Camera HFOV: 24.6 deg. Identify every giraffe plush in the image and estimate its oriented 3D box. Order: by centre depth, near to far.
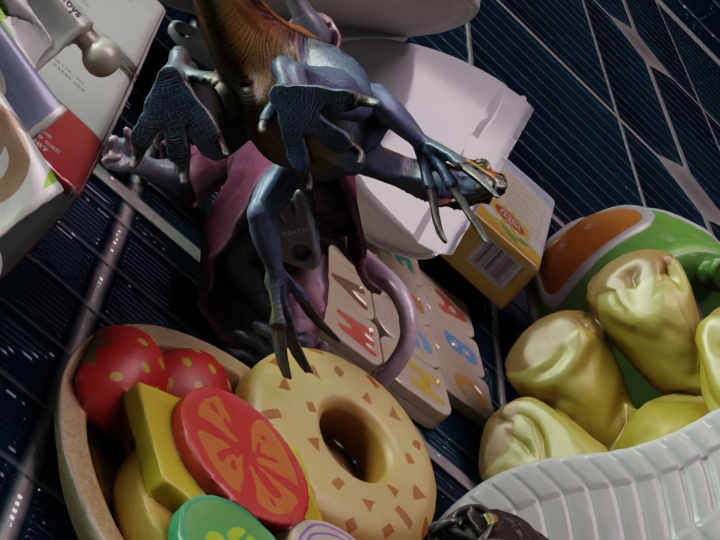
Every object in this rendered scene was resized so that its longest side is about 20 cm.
[{"bbox_3d":[0.175,0.112,0.876,0.200,0.172,0.162,47,-4,31],"label":"giraffe plush"}]

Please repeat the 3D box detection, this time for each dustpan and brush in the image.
[{"bbox_3d":[-0.018,-0.094,0.923,0.200,0.057,0.140,35,53,-4],"label":"dustpan and brush"}]

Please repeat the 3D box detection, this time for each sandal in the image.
[{"bbox_3d":[0.126,0.120,0.751,0.050,0.202,0.083,98,-28,-58],"label":"sandal"}]

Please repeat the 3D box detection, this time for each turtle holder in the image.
[{"bbox_3d":[0.182,0.036,1.022,0.185,0.141,0.132,21,15,-37],"label":"turtle holder"}]

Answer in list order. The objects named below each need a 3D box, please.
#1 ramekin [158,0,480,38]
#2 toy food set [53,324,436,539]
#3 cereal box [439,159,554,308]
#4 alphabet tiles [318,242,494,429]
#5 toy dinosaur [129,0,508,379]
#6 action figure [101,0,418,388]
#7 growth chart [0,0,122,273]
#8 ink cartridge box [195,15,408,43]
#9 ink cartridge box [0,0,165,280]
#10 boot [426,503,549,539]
[{"bbox_3d":[-0.033,-0.191,0.864,0.202,0.201,0.095,13,82,-57],"label":"ramekin"},{"bbox_3d":[-0.028,0.095,0.612,0.200,0.049,0.198,29,27,-42],"label":"toy food set"},{"bbox_3d":[0.056,-0.058,1.051,0.144,0.040,0.200,41,16,-1],"label":"cereal box"},{"bbox_3d":[0.000,0.000,0.896,0.195,0.015,0.200,38,22,-25],"label":"alphabet tiles"},{"bbox_3d":[-0.004,-0.062,0.608,0.181,0.104,0.201,-32,111,-71],"label":"toy dinosaur"},{"bbox_3d":[-0.029,-0.056,0.768,0.149,0.134,0.200,37,25,-28],"label":"action figure"},{"bbox_3d":[-0.158,-0.045,0.495,0.145,0.018,0.200,45,55,-16],"label":"growth chart"},{"bbox_3d":[-0.021,-0.214,1.062,0.145,0.145,0.200,43,20,-11],"label":"ink cartridge box"},{"bbox_3d":[-0.166,-0.091,0.627,0.147,0.083,0.200,42,22,-17],"label":"ink cartridge box"},{"bbox_3d":[0.070,0.150,0.574,0.200,0.069,0.174,41,11,-50],"label":"boot"}]
